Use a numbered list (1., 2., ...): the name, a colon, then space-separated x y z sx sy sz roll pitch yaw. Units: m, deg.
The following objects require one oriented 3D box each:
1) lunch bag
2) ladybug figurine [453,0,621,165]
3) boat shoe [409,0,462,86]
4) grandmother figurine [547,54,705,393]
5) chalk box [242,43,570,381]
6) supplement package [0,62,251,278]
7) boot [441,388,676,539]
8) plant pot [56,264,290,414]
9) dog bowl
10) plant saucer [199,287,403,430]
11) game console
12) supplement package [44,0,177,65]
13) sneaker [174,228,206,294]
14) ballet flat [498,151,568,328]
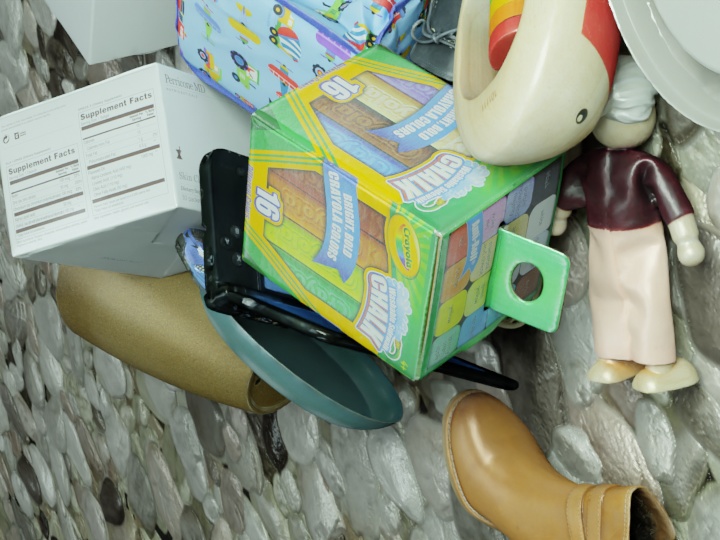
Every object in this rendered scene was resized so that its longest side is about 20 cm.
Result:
1. lunch bag: -0.061 -0.171 1.323 0.199 0.094 0.151 26 149 14
2. ladybug figurine: 0.107 -0.145 1.106 0.136 0.071 0.201 130 151 -51
3. boat shoe: 0.069 -0.150 1.246 0.075 0.062 0.201 42 138 49
4. grandmother figurine: 0.161 -0.031 1.147 0.121 0.060 0.202 7 110 35
5. chalk box: 0.039 -0.027 1.159 0.199 0.124 0.125 34 137 28
6. supplement package: -0.156 -0.072 1.459 0.155 0.200 0.112 -15 79 26
7. boot: 0.138 0.161 1.267 0.201 0.076 0.155 68 155 5
8. plant pot: -0.130 0.031 1.636 0.200 0.186 0.187 35 136 30
9. dog bowl: 0.203 -0.174 0.975 0.200 0.058 0.201 39 138 48
10. plant saucer: -0.052 0.061 1.473 0.027 0.200 0.200 -51 49 12
11. game console: 0.000 0.000 1.299 0.116 0.199 0.177 -24 61 39
12. supplement package: -0.199 -0.299 1.612 0.120 0.121 0.201 52 146 35
13. sneaker: -0.047 -0.008 1.426 0.079 0.199 0.075 -67 30 22
14. ballet flat: 0.099 -0.048 1.234 0.069 0.069 0.201 43 145 46
